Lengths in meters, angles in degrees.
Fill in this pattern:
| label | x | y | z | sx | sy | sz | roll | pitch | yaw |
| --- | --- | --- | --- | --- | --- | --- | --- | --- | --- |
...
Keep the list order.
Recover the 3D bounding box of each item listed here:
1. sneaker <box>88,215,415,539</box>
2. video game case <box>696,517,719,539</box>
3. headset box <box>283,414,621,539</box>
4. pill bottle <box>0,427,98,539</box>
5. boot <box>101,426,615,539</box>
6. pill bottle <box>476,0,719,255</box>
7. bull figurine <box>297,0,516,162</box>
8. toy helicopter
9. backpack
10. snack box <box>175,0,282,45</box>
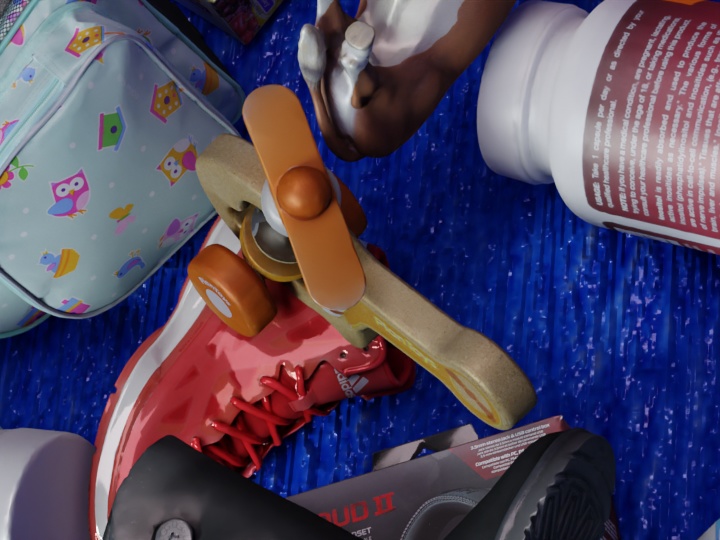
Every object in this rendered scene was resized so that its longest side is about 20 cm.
| label | x | y | z | sx | sy | sz | roll | pitch | yaw |
| --- | --- | --- | --- | --- | --- | --- | --- | --- | --- |
| sneaker | -0.046 | 0.062 | 1.150 | 0.115 | 0.078 | 0.201 | 12 | 72 | 29 |
| video game case | 0.184 | 0.160 | 0.936 | 0.045 | 0.200 | 0.182 | 5 | 64 | -10 |
| headset box | 0.045 | 0.166 | 1.060 | 0.148 | 0.077 | 0.201 | -17 | 62 | 15 |
| pill bottle | -0.225 | 0.118 | 1.169 | 0.199 | 0.114 | 0.115 | 1 | 66 | 28 |
| boot | -0.009 | 0.115 | 1.030 | 0.199 | 0.066 | 0.165 | 18 | 73 | 35 |
| pill bottle | 0.159 | -0.066 | 1.101 | 0.199 | 0.113 | 0.113 | 14 | 72 | 28 |
| bull figurine | 0.039 | -0.143 | 1.095 | 0.065 | 0.121 | 0.201 | 24 | 76 | 24 |
| toy helicopter | 0.000 | 0.000 | 1.067 | 0.079 | 0.132 | 0.200 | -43 | 59 | -17 |
| backpack | -0.168 | -0.061 | 1.206 | 0.200 | 0.176 | 0.153 | -41 | 53 | 5 |
| snack box | -0.095 | -0.230 | 1.327 | 0.200 | 0.053 | 0.142 | 34 | 83 | 32 |
